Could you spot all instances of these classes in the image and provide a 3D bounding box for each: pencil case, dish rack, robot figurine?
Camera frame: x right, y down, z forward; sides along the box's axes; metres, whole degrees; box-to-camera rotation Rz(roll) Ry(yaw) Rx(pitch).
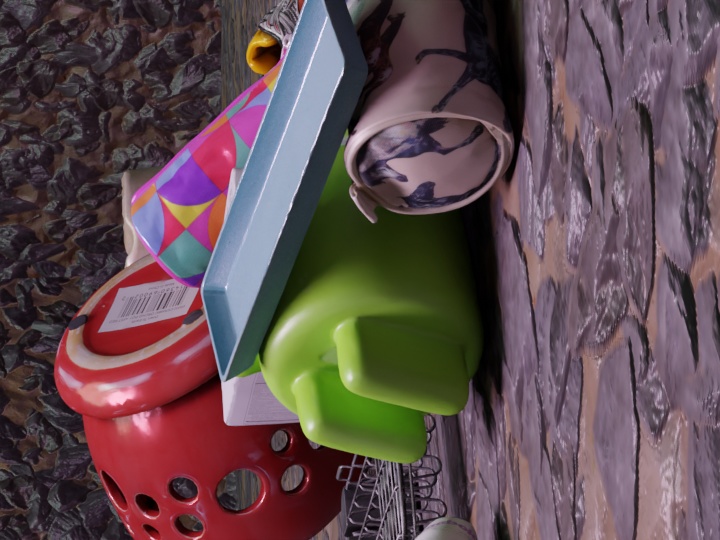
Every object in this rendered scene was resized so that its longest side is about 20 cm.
[{"bbox_3d":[-0.070,-0.080,1.339,0.200,0.088,0.088,-46,18,8],"label":"pencil case"},{"bbox_3d":[0.021,-0.125,0.947,0.089,0.078,0.202,-27,55,32],"label":"pencil case"},{"bbox_3d":[0.023,0.156,1.157,0.201,0.054,0.155,102,163,-57],"label":"dish rack"},{"bbox_3d":[0.000,0.000,1.026,0.176,0.115,0.201,-54,33,40],"label":"robot figurine"}]

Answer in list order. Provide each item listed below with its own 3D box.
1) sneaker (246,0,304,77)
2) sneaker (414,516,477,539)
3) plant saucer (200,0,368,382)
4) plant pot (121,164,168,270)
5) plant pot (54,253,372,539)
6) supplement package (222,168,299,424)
[{"bbox_3d":[-0.049,-0.192,1.534,0.078,0.081,0.201,96,171,-47],"label":"sneaker"},{"bbox_3d":[0.045,0.219,0.990,0.100,0.074,0.202,-64,-23,-63],"label":"sneaker"},{"bbox_3d":[-0.038,-0.039,0.944,0.070,0.019,0.201,-107,32,-45],"label":"plant saucer"},{"bbox_3d":[-0.098,-0.017,1.574,0.200,0.182,0.203,179,90,-83],"label":"plant pot"},{"bbox_3d":[-0.113,0.094,1.429,0.183,0.199,0.201,60,-171,-31],"label":"plant pot"},{"bbox_3d":[-0.028,0.018,1.220,0.200,0.113,0.111,113,153,-72],"label":"supplement package"}]
